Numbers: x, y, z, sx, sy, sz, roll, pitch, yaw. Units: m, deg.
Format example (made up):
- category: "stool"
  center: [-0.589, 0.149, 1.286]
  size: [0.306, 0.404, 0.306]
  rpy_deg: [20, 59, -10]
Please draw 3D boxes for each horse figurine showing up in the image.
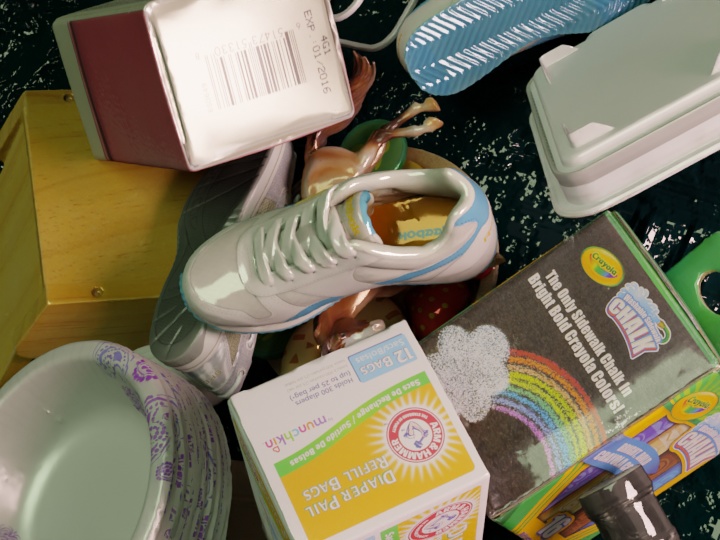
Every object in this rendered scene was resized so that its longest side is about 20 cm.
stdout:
- category: "horse figurine"
  center: [0.009, -0.045, 0.934]
  size: [0.132, 0.050, 0.201]
  rpy_deg: [-25, 64, 9]

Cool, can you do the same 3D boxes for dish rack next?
- category: "dish rack"
  center: [0.180, -0.122, 0.880]
  size: [0.171, 0.044, 0.200]
  rpy_deg: [-29, 23, 14]

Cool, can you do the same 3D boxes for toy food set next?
- category: "toy food set"
  center: [0.000, 0.000, 0.977]
  size: [0.200, 0.049, 0.198]
  rpy_deg: [-44, 57, 4]

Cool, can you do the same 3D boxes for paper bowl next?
- category: "paper bowl"
  center: [-0.164, 0.154, 0.882]
  size: [0.199, 0.104, 0.202]
  rpy_deg: [-19, 57, 31]

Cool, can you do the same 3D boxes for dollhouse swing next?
- category: "dollhouse swing"
  center: [-0.207, -0.006, 1.080]
  size: [0.180, 0.176, 0.201]
  rpy_deg: [-3, 53, -19]

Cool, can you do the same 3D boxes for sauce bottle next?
- category: "sauce bottle"
  center: [0.184, 0.203, 0.759]
  size: [0.064, 0.065, 0.201]
  rpy_deg: [-30, 79, 12]

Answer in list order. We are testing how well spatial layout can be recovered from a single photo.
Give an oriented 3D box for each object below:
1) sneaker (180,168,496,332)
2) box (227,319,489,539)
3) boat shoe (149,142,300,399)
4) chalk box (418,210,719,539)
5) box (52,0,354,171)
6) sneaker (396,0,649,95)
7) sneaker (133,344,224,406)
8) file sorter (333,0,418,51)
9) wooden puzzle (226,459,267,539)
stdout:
- category: "sneaker"
  center: [-0.019, -0.019, 0.853]
  size: [0.198, 0.081, 0.077]
  rpy_deg: [-16, 69, 6]
- category: "box"
  center: [0.001, 0.133, 0.805]
  size: [0.112, 0.200, 0.102]
  rpy_deg: [-23, 62, -10]
- category: "boat shoe"
  center: [-0.084, -0.012, 0.958]
  size: [0.074, 0.065, 0.203]
  rpy_deg: [-15, 47, 36]
- category: "chalk box"
  center: [0.151, 0.060, 0.836]
  size: [0.199, 0.124, 0.125]
  rpy_deg: [-34, 58, 9]
- category: "box"
  center: [-0.112, -0.140, 0.956]
  size: [0.127, 0.110, 0.200]
  rpy_deg: [-21, 16, -24]
- category: "sneaker"
  center: [0.116, -0.193, 0.981]
  size: [0.199, 0.077, 0.081]
  rpy_deg: [-23, 23, -1]
- category: "sneaker"
  center: [-0.165, 0.115, 0.997]
  size: [0.199, 0.075, 0.100]
  rpy_deg: [-22, 55, 27]
- category: "file sorter"
  center: [-0.042, -0.266, 1.002]
  size: [0.124, 0.200, 0.139]
  rpy_deg: [23, 80, 47]
- category: "wooden puzzle"
  center: [-0.086, 0.227, 0.938]
  size: [0.184, 0.037, 0.202]
  rpy_deg: [2, 66, 27]
